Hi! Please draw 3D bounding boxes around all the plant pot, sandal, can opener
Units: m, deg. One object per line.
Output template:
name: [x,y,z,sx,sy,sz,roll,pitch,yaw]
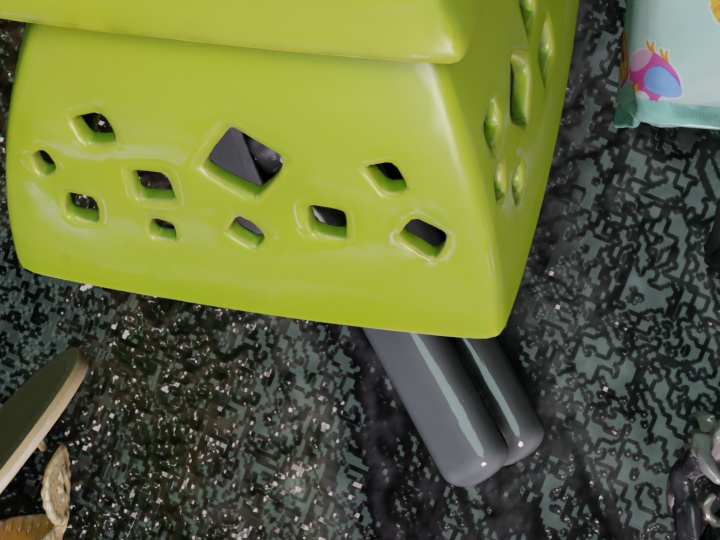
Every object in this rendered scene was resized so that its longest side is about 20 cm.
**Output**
plant pot: [-0.027,-0.114,0.928,0.199,0.182,0.200,7,57,11]
sandal: [-0.161,0.132,1.053,0.070,0.078,0.212,40,92,-16]
can opener: [0.000,0.000,1.035,0.067,0.053,0.201,-33,83,41]

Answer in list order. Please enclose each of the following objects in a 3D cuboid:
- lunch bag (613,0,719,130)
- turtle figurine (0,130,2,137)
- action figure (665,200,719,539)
lunch bag: [0.204,-0.125,0.956,0.199,0.122,0.171,7,90,3]
turtle figurine: [-0.259,-0.053,1.055,0.199,0.101,0.150,-28,85,3]
action figure: [0.172,0.072,0.965,0.118,0.102,0.201,4,86,-17]
